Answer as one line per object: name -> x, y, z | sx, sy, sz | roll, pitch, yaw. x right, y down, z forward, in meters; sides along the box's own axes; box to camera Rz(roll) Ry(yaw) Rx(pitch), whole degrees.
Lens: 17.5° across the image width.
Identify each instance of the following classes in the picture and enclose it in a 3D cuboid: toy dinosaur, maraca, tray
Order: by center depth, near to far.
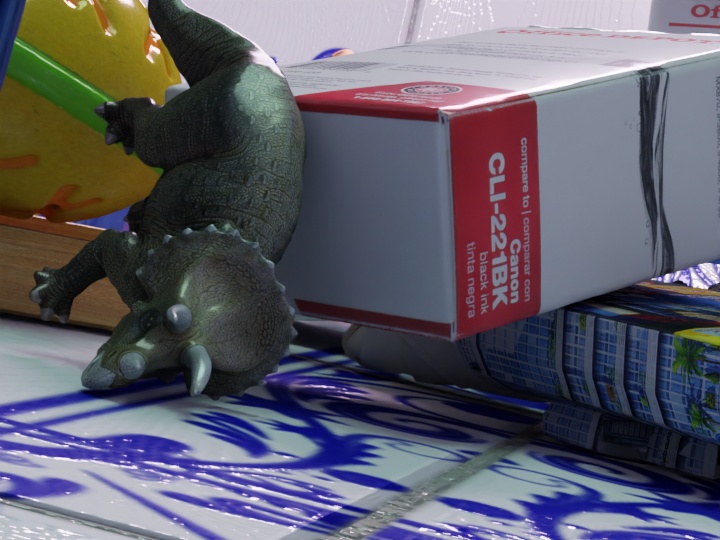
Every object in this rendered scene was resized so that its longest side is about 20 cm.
toy dinosaur -> -0.052, -0.024, 0.802 | 0.102, 0.200, 0.077 | -14, -42, 38
maraca -> -0.146, -0.086, 0.901 | 0.137, 0.107, 0.200 | 22, -9, 46
tray -> -0.135, -0.003, 0.943 | 0.200, 0.037, 0.099 | 12, 3, -32

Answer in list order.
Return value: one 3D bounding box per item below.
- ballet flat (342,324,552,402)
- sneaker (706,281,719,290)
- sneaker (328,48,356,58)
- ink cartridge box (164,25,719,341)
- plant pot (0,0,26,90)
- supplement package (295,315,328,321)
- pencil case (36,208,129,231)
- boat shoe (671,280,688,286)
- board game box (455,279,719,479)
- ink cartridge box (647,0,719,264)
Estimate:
ballet flat -> 0.000, 0.000, 1.002 | 0.200, 0.069, 0.069 | 44, 6, 5
sneaker -> 0.221, 0.014, 1.136 | 0.085, 0.077, 0.200 | -28, 6, -25
sneaker -> 0.044, -0.045, 1.293 | 0.200, 0.070, 0.090 | 47, 17, -35
ink cartridge box -> 0.048, -0.040, 0.894 | 0.144, 0.084, 0.200 | 9, 18, 43
plant pot -> -0.213, -0.085, 0.704 | 0.200, 0.200, 0.180 | 13, -4, 18
supplement package -> 0.034, -0.032, 1.124 | 0.200, 0.111, 0.156 | 0, 1, 8
pencil case -> -0.092, -0.031, 1.252 | 0.200, 0.078, 0.087 | 10, -37, -41
boat shoe -> 0.184, 0.042, 1.053 | 0.072, 0.065, 0.200 | 28, -5, -27
board game box -> 0.140, 0.043, 0.915 | 0.200, 0.062, 0.200 | 3, 5, -37
ink cartridge box -> 0.198, -0.076, 1.136 | 0.116, 0.068, 0.200 | 5, -28, 14
